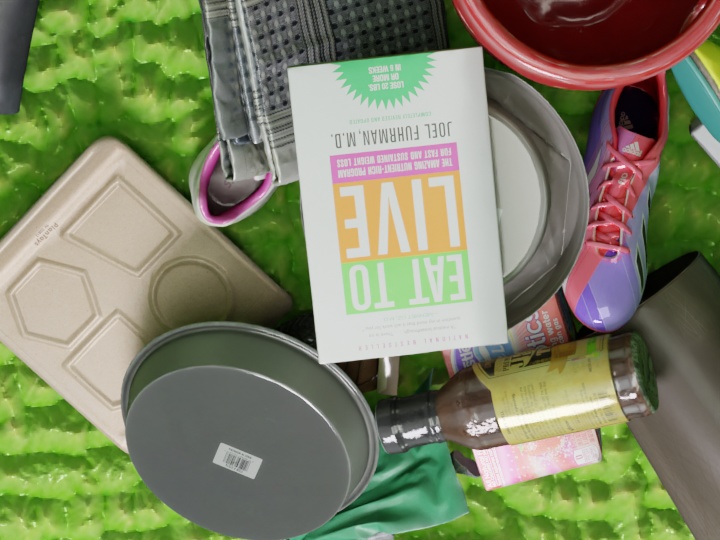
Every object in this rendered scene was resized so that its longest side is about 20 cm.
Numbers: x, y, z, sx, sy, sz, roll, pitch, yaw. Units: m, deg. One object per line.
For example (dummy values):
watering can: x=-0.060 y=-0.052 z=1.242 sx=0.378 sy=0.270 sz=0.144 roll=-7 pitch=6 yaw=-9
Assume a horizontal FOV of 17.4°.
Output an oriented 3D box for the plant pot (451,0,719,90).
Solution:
plant pot: x=0.152 y=-0.220 z=1.593 sx=0.199 sy=0.183 sz=0.202 roll=0 pitch=92 yaw=1

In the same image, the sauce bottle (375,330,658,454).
sauce bottle: x=0.109 y=0.092 z=1.664 sx=0.199 sy=0.065 sz=0.065 roll=-13 pitch=107 yaw=15

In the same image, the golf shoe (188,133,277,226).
golf shoe: x=-0.058 y=-0.111 z=1.707 sx=0.075 sy=0.092 sz=0.201 roll=31 pitch=106 yaw=-5

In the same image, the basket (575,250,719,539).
basket: x=0.259 y=0.099 z=1.726 sx=0.136 sy=0.180 sz=0.200 roll=-36 pitch=93 yaw=-14

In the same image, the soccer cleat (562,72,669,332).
soccer cleat: x=0.183 y=-0.056 z=1.666 sx=0.066 sy=0.077 sz=0.201 roll=13 pitch=66 yaw=0

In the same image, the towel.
towel: x=-0.022 y=-0.170 z=1.659 sx=0.199 sy=0.034 sz=0.194 roll=-18 pitch=111 yaw=-27

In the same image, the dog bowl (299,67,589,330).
dog bowl: x=0.059 y=-0.051 z=1.633 sx=0.199 sy=0.059 sz=0.201 roll=1 pitch=100 yaw=4

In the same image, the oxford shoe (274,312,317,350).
oxford shoe: x=-0.061 y=0.104 z=1.774 sx=0.084 sy=0.073 sz=0.200 roll=34 pitch=130 yaw=-9

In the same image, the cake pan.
cake pan: x=-0.086 y=0.125 z=1.728 sx=0.199 sy=0.037 sz=0.201 roll=8 pitch=130 yaw=10

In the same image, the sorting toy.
sorting toy: x=-0.180 y=0.019 z=1.787 sx=0.200 sy=0.037 sz=0.185 roll=42 pitch=107 yaw=-14

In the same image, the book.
book: x=0.027 y=-0.045 z=1.589 sx=0.133 sy=0.048 sz=0.201 roll=-6 pitch=96 yaw=3

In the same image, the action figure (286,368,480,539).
action figure: x=0.002 y=0.172 z=1.797 sx=0.199 sy=0.119 sz=0.055 roll=-31 pitch=144 yaw=31

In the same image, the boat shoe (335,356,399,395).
boat shoe: x=0.000 y=0.000 z=1.747 sx=0.068 sy=0.072 sz=0.201 roll=4 pitch=108 yaw=1

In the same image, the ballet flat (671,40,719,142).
ballet flat: x=0.286 y=-0.095 z=1.676 sx=0.067 sy=0.067 sz=0.201 roll=-31 pitch=105 yaw=-8

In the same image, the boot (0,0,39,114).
boot: x=-0.236 y=-0.205 z=1.700 sx=0.164 sy=0.066 sz=0.201 roll=21 pitch=105 yaw=6

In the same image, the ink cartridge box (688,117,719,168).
ink cartridge box: x=0.344 y=-0.131 z=1.702 sx=0.200 sy=0.037 sz=0.095 roll=-40 pitch=100 yaw=17

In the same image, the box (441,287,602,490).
box: x=0.109 y=0.047 z=1.739 sx=0.094 sy=0.103 sz=0.201 roll=-16 pitch=107 yaw=8
